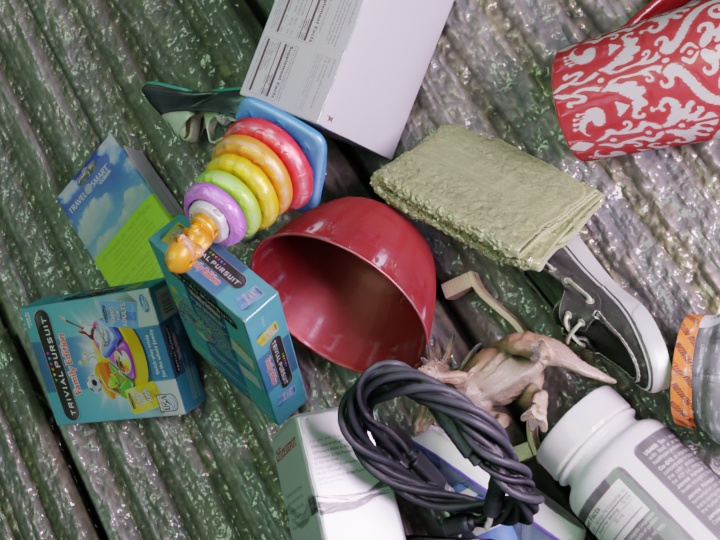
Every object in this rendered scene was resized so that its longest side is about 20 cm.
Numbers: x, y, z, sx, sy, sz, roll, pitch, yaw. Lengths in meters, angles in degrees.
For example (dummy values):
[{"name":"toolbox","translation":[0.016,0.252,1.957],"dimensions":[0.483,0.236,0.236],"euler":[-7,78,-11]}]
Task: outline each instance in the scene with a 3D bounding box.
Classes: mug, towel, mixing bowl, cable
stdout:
[{"name":"mug","translation":[0.292,-0.181,0.962],"dimensions":[0.198,0.178,0.135],"euler":[-11,114,31]},{"name":"towel","translation":[0.121,-0.074,1.022],"dimensions":[0.199,0.148,0.037],"euler":[29,136,28]},{"name":"mixing bowl","translation":[0.000,0.000,1.059],"dimensions":[0.198,0.201,0.109],"euler":[11,52,30]},{"name":"cable","translation":[0.066,0.158,0.904],"dimensions":[0.162,0.201,0.051],"euler":[-6,35,48]}]

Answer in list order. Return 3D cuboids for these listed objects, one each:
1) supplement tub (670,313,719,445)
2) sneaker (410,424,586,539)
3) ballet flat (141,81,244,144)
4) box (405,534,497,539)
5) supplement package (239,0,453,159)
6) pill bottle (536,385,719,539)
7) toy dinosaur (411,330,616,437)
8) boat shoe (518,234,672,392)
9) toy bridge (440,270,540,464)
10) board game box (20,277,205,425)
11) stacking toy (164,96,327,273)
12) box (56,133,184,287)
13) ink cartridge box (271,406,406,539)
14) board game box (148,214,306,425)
[{"name":"supplement tub","translation":[0.363,0.094,0.861],"dimensions":[0.198,0.122,0.124],"euler":[6,86,29]},{"name":"sneaker","translation":[0.102,0.255,1.007],"dimensions":[0.199,0.080,0.148],"euler":[32,94,23]},{"name":"ballet flat","translation":[-0.181,-0.184,1.238],"dimensions":[0.198,0.073,0.074],"euler":[8,86,27]},{"name":"box","translation":[0.081,0.317,0.963],"dimensions":[0.200,0.036,0.145],"euler":[151,111,-66]},{"name":"supplement package","translation":[-0.008,-0.241,1.097],"dimensions":[0.110,0.155,0.202],"euler":[25,95,31]},{"name":"pill bottle","translation":[0.254,0.202,0.912],"dimensions":[0.113,0.113,0.200],"euler":[-50,63,14]},{"name":"toy dinosaur","translation":[0.123,0.092,0.956],"dimensions":[0.198,0.136,0.087],"euler":[-19,99,10]},{"name":"boat shoe","translation":[0.206,0.042,0.954],"dimensions":[0.063,0.071,0.201],"euler":[-18,41,-12]},{"name":"toy bridge","translation":[0.143,0.093,1.039],"dimensions":[0.067,0.027,0.202],"euler":[-26,71,22]},{"name":"board game box","translation":[-0.292,0.098,1.238],"dimensions":[0.198,0.047,0.153],"euler":[-9,102,28]},{"name":"stacking toy","translation":[-0.127,-0.064,1.017],"dimensions":[0.109,0.200,0.117],"euler":[28,141,14]},{"name":"box","translation":[-0.278,-0.053,1.282],"dimensions":[0.122,0.048,0.201],"euler":[-45,65,16]},{"name":"ink cartridge box","translation":[-0.019,0.245,1.035],"dimensions":[0.083,0.145,0.202],"euler":[-9,74,-17]},{"name":"board game box","translation":[-0.134,0.055,1.104],"dimensions":[0.047,0.201,0.151],"euler":[-40,59,-22]}]
